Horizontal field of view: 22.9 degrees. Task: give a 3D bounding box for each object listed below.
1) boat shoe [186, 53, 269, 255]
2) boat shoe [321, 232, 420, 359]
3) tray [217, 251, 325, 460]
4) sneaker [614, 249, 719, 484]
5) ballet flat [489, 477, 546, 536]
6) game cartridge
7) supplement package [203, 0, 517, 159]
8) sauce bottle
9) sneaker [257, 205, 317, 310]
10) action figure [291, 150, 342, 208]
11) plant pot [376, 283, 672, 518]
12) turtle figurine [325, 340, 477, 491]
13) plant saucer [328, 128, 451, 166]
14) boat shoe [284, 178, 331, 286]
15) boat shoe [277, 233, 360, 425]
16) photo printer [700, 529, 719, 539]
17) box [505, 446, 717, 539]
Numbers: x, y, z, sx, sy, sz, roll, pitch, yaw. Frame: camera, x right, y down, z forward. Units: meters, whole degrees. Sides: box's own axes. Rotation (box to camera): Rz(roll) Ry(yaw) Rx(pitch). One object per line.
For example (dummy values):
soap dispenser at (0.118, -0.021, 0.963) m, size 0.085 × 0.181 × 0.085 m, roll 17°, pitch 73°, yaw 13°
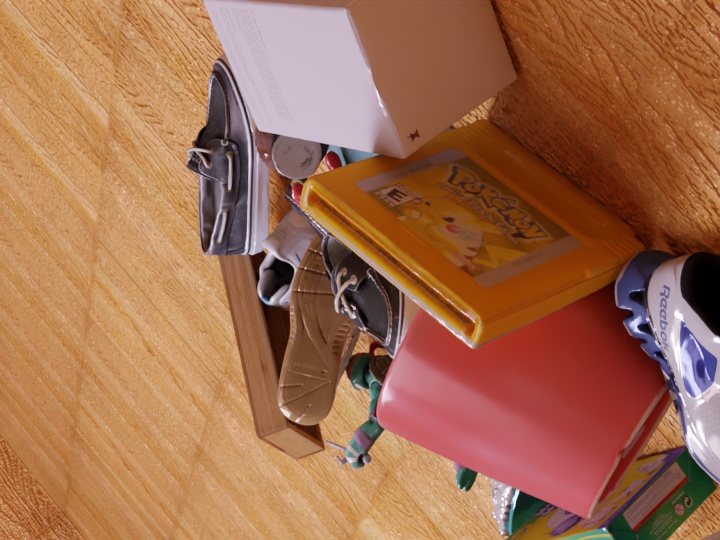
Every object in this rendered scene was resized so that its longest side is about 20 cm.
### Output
boat shoe at (-0.126, -0.101, 1.653) m, size 0.072 × 0.070 × 0.202 m, roll 36°, pitch 136°, yaw 56°
boat shoe at (0.007, 0.020, 1.437) m, size 0.200 × 0.063 × 0.071 m, roll -118°, pitch 34°, yaw -66°
tray at (-0.089, 0.076, 1.731) m, size 0.099 × 0.037 × 0.202 m, roll 41°, pitch -149°, yaw -62°
sneaker at (0.260, 0.068, 1.208) m, size 0.200 × 0.080 × 0.115 m, roll 56°, pitch 159°, yaw -3°
ballet flat at (0.146, 0.137, 1.507) m, size 0.072 × 0.071 × 0.201 m, roll 39°, pitch 133°, yaw 29°
game cartridge at (0.084, -0.034, 1.256) m, size 0.176 × 0.199 × 0.033 m, roll 39°, pitch 131°, yaw 27°
supplement package at (-0.002, -0.172, 1.313) m, size 0.199 × 0.119 × 0.122 m, roll 17°, pitch 136°, yaw 54°
sauce bottle at (-0.057, -0.111, 1.477) m, size 0.066 × 0.066 × 0.200 m, roll 60°, pitch -178°, yaw -16°
sneaker at (-0.063, 0.015, 1.729) m, size 0.075 × 0.086 × 0.201 m, roll 35°, pitch 152°, yaw 32°
action figure at (0.015, -0.060, 1.414) m, size 0.199 × 0.065 × 0.099 m, roll 29°, pitch 156°, yaw 43°
plant pot at (0.137, 0.079, 1.335) m, size 0.177 × 0.201 × 0.201 m, roll 33°, pitch 152°, yaw 14°
turtle figurine at (0.043, 0.131, 1.651) m, size 0.199 × 0.149 × 0.102 m, roll 27°, pitch 129°, yaw 31°
plant saucer at (0.032, -0.075, 1.491) m, size 0.200 × 0.036 × 0.201 m, roll 42°, pitch 155°, yaw 25°
boat shoe at (0.000, 0.000, 1.569) m, size 0.200 × 0.065 × 0.073 m, roll 44°, pitch -173°, yaw 3°
boat shoe at (-0.031, 0.040, 1.651) m, size 0.070 × 0.202 × 0.069 m, roll 18°, pitch -168°, yaw 7°
photo printer at (0.310, 0.255, 1.273) m, size 0.070 × 0.165 × 0.201 m, roll -123°, pitch 14°, yaw -49°
box at (0.189, 0.209, 1.457) m, size 0.049 × 0.117 × 0.200 m, roll 54°, pitch 147°, yaw -1°
